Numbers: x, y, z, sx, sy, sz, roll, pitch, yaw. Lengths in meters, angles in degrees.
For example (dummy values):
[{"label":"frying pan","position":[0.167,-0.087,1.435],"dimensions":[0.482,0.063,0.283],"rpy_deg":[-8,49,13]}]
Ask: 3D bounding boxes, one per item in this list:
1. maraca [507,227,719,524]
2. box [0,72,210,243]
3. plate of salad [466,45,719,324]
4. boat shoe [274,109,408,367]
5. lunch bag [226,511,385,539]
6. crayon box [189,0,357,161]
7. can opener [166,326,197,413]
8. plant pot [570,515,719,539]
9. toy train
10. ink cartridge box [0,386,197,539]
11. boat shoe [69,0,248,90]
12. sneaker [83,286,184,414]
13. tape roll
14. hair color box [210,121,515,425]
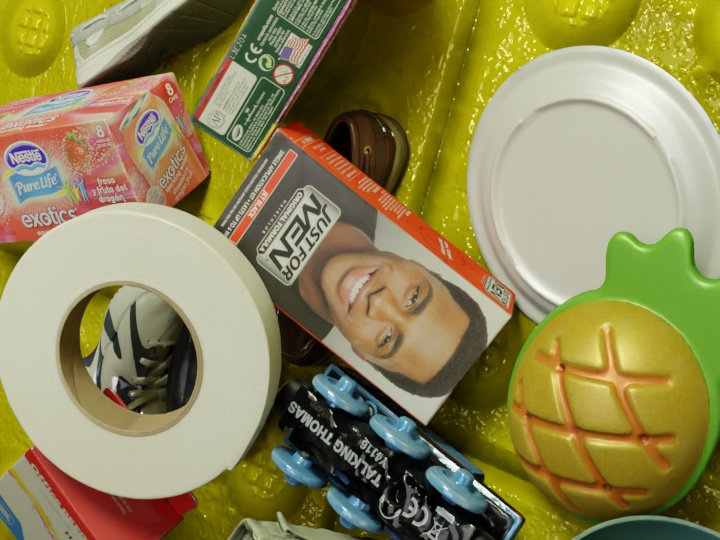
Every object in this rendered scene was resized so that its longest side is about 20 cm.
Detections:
[{"label":"maraca","position":[0.165,0.070,0.708],"dimensions":[0.137,0.106,0.202],"rpy_deg":[39,120,19]},{"label":"box","position":[-0.240,-0.092,0.955],"dimensions":[0.197,0.103,0.096],"rpy_deg":[-3,118,31]},{"label":"plate of salad","position":[0.157,-0.047,0.758],"dimensions":[0.198,0.048,0.204],"rpy_deg":[16,116,37]},{"label":"boat shoe","position":[-0.029,-0.025,0.860],"dimensions":[0.071,0.067,0.203],"rpy_deg":[24,99,29]},{"label":"lunch bag","position":[-0.039,0.271,0.782],"dimensions":[0.117,0.162,0.203],"rpy_deg":[39,108,56]},{"label":"crayon box","position":[-0.038,-0.191,0.817],"dimensions":[0.058,0.173,0.202],"rpy_deg":[31,105,-7]},{"label":"can opener","position":[-0.092,0.029,0.901],"dimensions":[0.063,0.078,0.204],"rpy_deg":[11,82,32]},{"label":"plant pot","position":[0.166,0.268,0.675],"dimensions":[0.201,0.198,0.136],"rpy_deg":[51,147,23]},{"label":"toy train","position":[0.026,0.141,0.791],"dimensions":[0.199,0.114,0.088],"rpy_deg":[35,98,28]},{"label":"ink cartridge box","position":[-0.214,0.179,0.893],"dimensions":[0.117,0.067,0.200],"rpy_deg":[52,143,0]},{"label":"boat shoe","position":[-0.170,-0.216,0.956],"dimensions":[0.200,0.074,0.066],"rpy_deg":[-27,78,34]},{"label":"sneaker","position":[-0.166,0.094,0.930],"dimensions":[0.199,0.079,0.130],"rpy_deg":[-45,69,20]},{"label":"tape roll","position":[-0.152,0.056,0.783],"dimensions":[0.199,0.037,0.207],"rpy_deg":[2,102,11]},{"label":"hair color box","position":[0.000,0.000,0.790],"dimensions":[0.199,0.061,0.102],"rpy_deg":[37,106,1]}]
